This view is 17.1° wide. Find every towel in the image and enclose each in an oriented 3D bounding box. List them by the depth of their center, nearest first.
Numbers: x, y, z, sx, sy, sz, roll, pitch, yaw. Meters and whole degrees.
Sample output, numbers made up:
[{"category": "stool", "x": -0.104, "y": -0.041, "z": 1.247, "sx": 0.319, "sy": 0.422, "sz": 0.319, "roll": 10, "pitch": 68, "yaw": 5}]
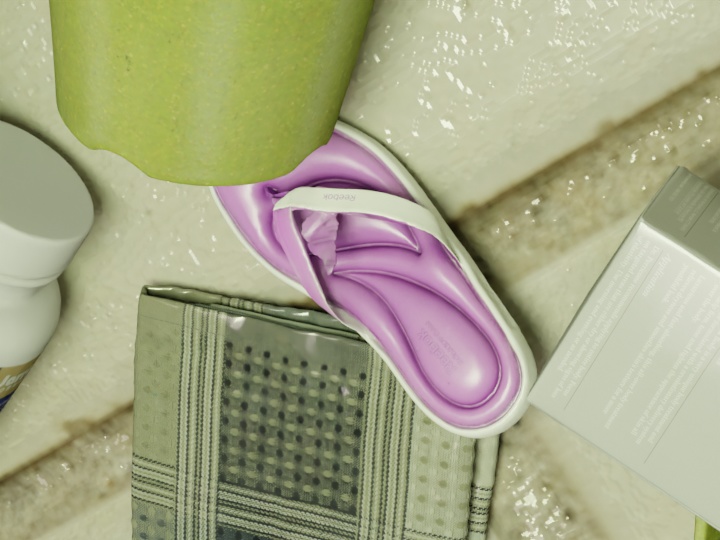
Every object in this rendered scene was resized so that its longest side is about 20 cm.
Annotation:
[{"category": "towel", "x": -0.027, "y": 0.111, "z": 1.208, "sx": 0.192, "sy": 0.035, "sz": 0.201, "roll": 13, "pitch": 115, "yaw": 21}]

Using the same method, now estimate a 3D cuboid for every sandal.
[{"category": "sandal", "x": 0.005, "y": -0.006, "z": 1.122, "sx": 0.203, "sy": 0.050, "sz": 0.083, "roll": 42, "pitch": 101, "yaw": 15}]

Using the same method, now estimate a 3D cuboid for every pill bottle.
[{"category": "pill bottle", "x": -0.220, "y": 0.025, "z": 1.200, "sx": 0.120, "sy": 0.120, "sz": 0.200, "roll": 40, "pitch": 118, "yaw": 4}]

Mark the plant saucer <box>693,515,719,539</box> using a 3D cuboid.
[{"category": "plant saucer", "x": 0.254, "y": 0.107, "z": 1.080, "sx": 0.199, "sy": 0.048, "sz": 0.201, "roll": 9, "pitch": 112, "yaw": 19}]

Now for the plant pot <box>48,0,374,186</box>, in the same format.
[{"category": "plant pot", "x": -0.063, "y": -0.147, "z": 1.053, "sx": 0.200, "sy": 0.200, "sz": 0.185, "roll": 19, "pitch": 126, "yaw": 14}]

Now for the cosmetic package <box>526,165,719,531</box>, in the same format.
[{"category": "cosmetic package", "x": 0.184, "y": 0.058, "z": 1.017, "sx": 0.200, "sy": 0.090, "sz": 0.107, "roll": 34, "pitch": 117, "yaw": 4}]
